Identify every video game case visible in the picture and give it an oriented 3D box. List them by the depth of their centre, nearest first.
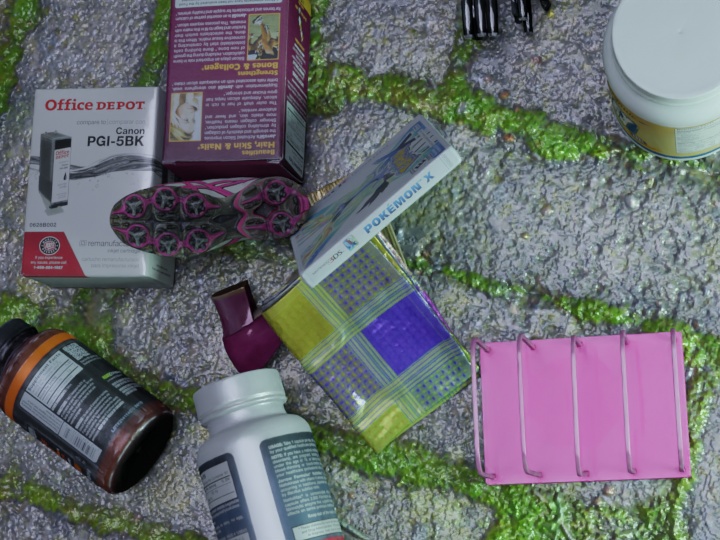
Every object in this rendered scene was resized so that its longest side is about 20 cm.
[{"bbox_3d":[0.008,-0.072,1.504,0.182,0.200,0.022,-40,105,5],"label":"video game case"}]

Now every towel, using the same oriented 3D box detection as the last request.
[{"bbox_3d":[0.009,0.067,1.531,0.143,0.023,0.201,-36,103,4],"label":"towel"}]

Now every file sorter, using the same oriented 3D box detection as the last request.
[{"bbox_3d":[0.206,0.126,1.468,0.198,0.125,0.141,-4,80,12],"label":"file sorter"}]

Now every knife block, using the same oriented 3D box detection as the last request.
[{"bbox_3d":[0.123,-0.336,1.596,0.200,0.064,0.176,43,91,16],"label":"knife block"}]

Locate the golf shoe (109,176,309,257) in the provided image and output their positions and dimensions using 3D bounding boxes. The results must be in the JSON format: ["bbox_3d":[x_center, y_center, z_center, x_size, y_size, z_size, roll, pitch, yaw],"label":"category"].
[{"bbox_3d":[-0.153,-0.055,1.570,0.198,0.092,0.073,-4,98,-9],"label":"golf shoe"}]

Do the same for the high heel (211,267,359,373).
[{"bbox_3d":[-0.048,0.040,1.576,0.198,0.067,0.097,-17,103,17],"label":"high heel"}]

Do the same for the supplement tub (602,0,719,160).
[{"bbox_3d":[0.301,-0.193,1.461,0.143,0.200,0.146,-2,80,12],"label":"supplement tub"}]

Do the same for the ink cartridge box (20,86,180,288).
[{"bbox_3d":[-0.269,-0.087,1.633,0.145,0.083,0.202,0,81,13],"label":"ink cartridge box"}]

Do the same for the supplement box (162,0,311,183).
[{"bbox_3d":[-0.125,-0.196,1.609,0.129,0.103,0.202,1,80,12],"label":"supplement box"}]

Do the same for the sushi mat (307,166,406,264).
[{"bbox_3d":[0.000,0.000,1.594,0.095,0.012,0.202,-23,76,9],"label":"sushi mat"}]

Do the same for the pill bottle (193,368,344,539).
[{"bbox_3d":[-0.094,0.205,1.527,0.118,0.120,0.202,-19,77,9],"label":"pill bottle"}]

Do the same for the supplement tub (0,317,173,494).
[{"bbox_3d":[-0.295,0.131,1.592,0.199,0.107,0.107,34,89,17],"label":"supplement tub"}]
